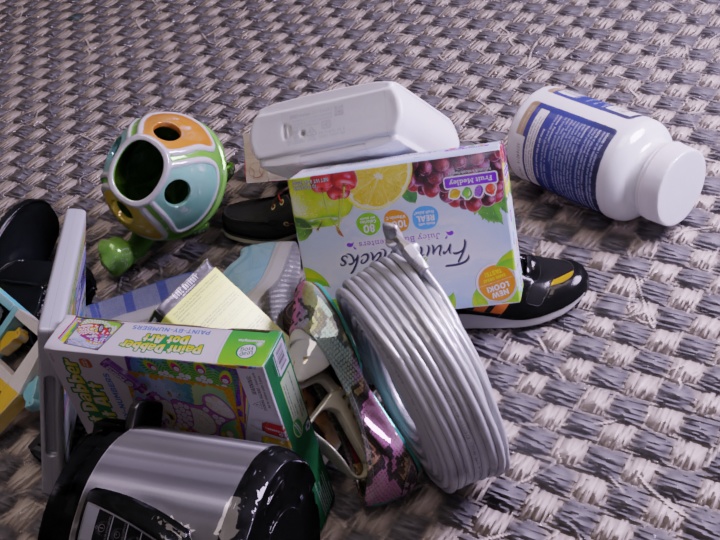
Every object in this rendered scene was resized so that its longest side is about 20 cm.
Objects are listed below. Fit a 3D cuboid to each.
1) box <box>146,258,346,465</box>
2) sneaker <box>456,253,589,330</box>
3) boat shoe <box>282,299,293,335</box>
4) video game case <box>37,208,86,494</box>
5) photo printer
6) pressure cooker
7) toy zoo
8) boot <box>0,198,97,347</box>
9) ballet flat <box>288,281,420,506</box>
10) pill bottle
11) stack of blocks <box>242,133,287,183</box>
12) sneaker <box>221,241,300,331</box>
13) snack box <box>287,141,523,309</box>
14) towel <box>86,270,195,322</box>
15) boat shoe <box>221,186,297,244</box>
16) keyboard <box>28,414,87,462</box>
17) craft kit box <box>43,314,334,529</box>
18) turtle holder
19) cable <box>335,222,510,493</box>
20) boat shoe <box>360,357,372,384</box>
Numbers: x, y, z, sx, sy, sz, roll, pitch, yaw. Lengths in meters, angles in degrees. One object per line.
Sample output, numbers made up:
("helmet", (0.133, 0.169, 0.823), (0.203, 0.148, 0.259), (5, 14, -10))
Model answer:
("box", (-0.093, 0.088, 0.913), (0.200, 0.050, 0.075), (42, 54, 0))
("sneaker", (0.124, 0.005, 1.012), (0.198, 0.091, 0.070), (-7, 38, 9))
("boat shoe", (0.000, 0.000, 1.071), (0.199, 0.074, 0.074), (-32, 41, -22))
("video game case", (-0.275, 0.070, 0.958), (0.022, 0.184, 0.201), (3, 32, -10))
("photo printer", (0.005, -0.128, 1.056), (0.165, 0.200, 0.070), (-8, 81, 25))
("pressure cooker", (-0.146, 0.209, 0.771), (0.198, 0.180, 0.177), (6, 41, 19))
("toy zoo", (-0.388, 0.093, 1.066), (0.199, 0.020, 0.132), (30, 83, 37))
("boot", (-0.361, 0.003, 1.177), (0.166, 0.077, 0.201), (5, 48, 29))
("ballet flat", (-0.022, 0.106, 0.871), (0.071, 0.069, 0.201), (-25, 82, -26))
("pill bottle", (0.263, -0.120, 1.109), (0.111, 0.112, 0.199), (-34, 42, -24))
("stack of blocks", (-0.027, -0.140, 1.227), (0.198, 0.059, 0.115), (-2, 5, 15))
("sneaker", (-0.120, 0.036, 1.068), (0.081, 0.075, 0.200), (-2, 27, 14))
("snack box", (0.043, -0.034, 0.960), (0.198, 0.144, 0.053), (-7, 15, 14))
("towel", (-0.210, 0.074, 1.056), (0.145, 0.024, 0.201), (-18, 37, -7))
("boat shoe", (-0.071, -0.073, 1.199), (0.199, 0.064, 0.074), (-2, 41, 17))
("keyboard", (-0.231, 0.125, 1.031), (0.126, 0.021, 0.200), (11, 45, 29))
("craft kit box", (-0.136, 0.127, 0.850), (0.195, 0.201, 0.049), (4, 42, 23))
("turtle holder", (-0.245, -0.098, 1.193), (0.185, 0.142, 0.132), (-33, -5, 10))
("cable", (0.051, 0.085, 0.848), (0.069, 0.201, 0.201), (-26, 62, -9))
("boat shoe", (-0.004, 0.075, 0.991), (0.198, 0.070, 0.067), (-20, 38, 4))
